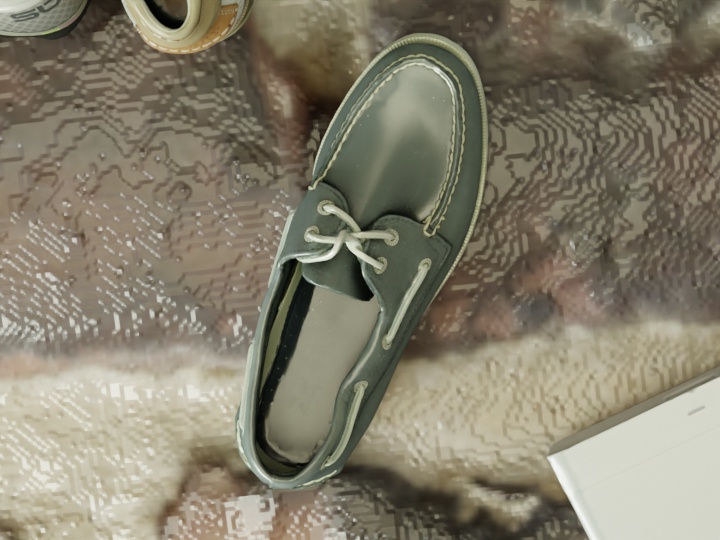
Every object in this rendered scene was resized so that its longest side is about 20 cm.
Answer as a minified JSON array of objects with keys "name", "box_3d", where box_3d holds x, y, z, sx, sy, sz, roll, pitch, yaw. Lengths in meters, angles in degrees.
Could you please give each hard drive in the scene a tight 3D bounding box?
[{"name":"hard drive","box_3d":[0.181,0.136,1.213,0.132,0.026,0.200,-26,95,10]}]

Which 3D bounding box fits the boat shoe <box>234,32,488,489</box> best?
[{"name":"boat shoe","box_3d":[0.000,0.000,1.191,0.073,0.062,0.200,23,101,2]}]

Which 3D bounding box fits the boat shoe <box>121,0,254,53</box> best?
[{"name":"boat shoe","box_3d":[-0.086,-0.187,1.166,0.075,0.068,0.200,-15,97,9]}]

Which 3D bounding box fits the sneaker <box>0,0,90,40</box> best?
[{"name":"sneaker","box_3d":[-0.192,-0.136,1.185,0.200,0.087,0.074,17,77,24]}]
